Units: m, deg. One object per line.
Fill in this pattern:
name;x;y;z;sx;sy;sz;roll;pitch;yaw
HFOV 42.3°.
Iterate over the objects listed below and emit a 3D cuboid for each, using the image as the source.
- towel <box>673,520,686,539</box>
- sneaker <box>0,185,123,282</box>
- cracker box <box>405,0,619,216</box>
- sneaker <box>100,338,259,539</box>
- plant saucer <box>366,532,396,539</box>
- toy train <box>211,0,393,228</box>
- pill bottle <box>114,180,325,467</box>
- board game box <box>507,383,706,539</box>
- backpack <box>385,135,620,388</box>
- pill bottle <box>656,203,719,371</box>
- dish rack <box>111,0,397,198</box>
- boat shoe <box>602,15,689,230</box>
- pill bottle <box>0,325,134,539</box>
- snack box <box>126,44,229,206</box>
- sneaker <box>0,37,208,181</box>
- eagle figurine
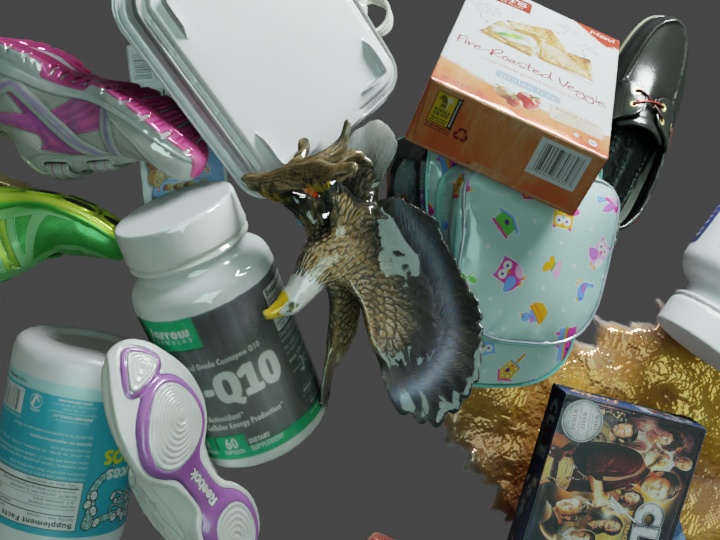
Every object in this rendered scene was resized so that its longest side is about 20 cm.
towel;0.248;0.261;0.860;0.111;0.049;0.201;-28;101;-4
sneaker;-0.274;-0.024;0.729;0.198;0.074;0.084;6;93;-1
cracker box;0.123;-0.141;0.710;0.133;0.201;0.058;24;129;-1
sneaker;-0.151;0.141;0.690;0.075;0.099;0.201;-42;122;-41
plant saucer;0.041;0.344;0.778;0.199;0.037;0.201;34;75;-39
toy train;-0.052;-0.142;0.764;0.149;0.055;0.202;17;87;-29
pill bottle;-0.108;0.041;0.721;0.112;0.113;0.201;-22;113;-6
board game box;0.205;0.211;0.805;0.134;0.035;0.202;14;95;-10
backpack;0.108;-0.003;0.754;0.174;0.153;0.202;4;104;-22
pill bottle;0.354;-0.011;0.810;0.119;0.120;0.201;38;90;-12
dish rack;-0.066;-0.173;0.697;0.172;0.043;0.201;-44;115;-18
boat shoe;0.242;-0.126;0.809;0.073;0.063;0.203;21;91;-9
pill bottle;-0.233;0.152;0.734;0.110;0.111;0.202;11;95;-11
snack box;-0.145;-0.084;0.765;0.071;0.024;0.202;-6;97;-10
sneaker;-0.209;-0.107;0.717;0.199;0.081;0.089;26;106;14
eagle figurine;-0.006;0.004;0.682;0.150;0.152;0.201;-28;114;8
